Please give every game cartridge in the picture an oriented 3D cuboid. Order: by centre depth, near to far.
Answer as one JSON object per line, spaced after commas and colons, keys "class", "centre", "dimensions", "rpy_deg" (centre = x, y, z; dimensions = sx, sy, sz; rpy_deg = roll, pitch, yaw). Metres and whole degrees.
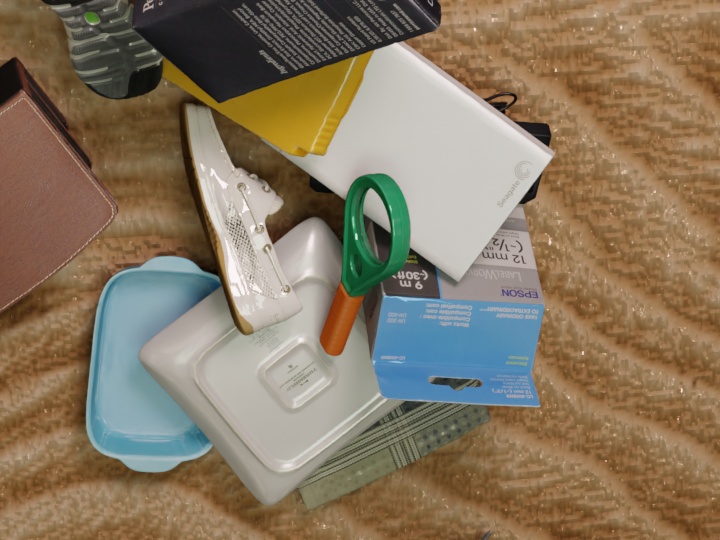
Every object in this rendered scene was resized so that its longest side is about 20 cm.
{"class": "game cartridge", "centre": [-0.059, -0.210, 1.576], "dimensions": [0.032, 0.176, 0.200], "rpy_deg": [3, 117, -59]}

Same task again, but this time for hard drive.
{"class": "hard drive", "centre": [0.038, -0.101, 1.594], "dimensions": [0.200, 0.027, 0.132], "rpy_deg": [36, 106, -3]}

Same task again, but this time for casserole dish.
{"class": "casserole dish", "centre": [-0.176, 0.077, 1.708], "dimensions": [0.121, 0.039, 0.200], "rpy_deg": [3, 108, -14]}

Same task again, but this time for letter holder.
{"class": "letter holder", "centre": [-0.313, -0.049, 1.599], "dimensions": [0.200, 0.101, 0.142], "rpy_deg": [-36, 115, 2]}

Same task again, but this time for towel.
{"class": "towel", "centre": [-0.001, 0.097, 1.764], "dimensions": [0.200, 0.035, 0.193], "rpy_deg": [-26, 116, -5]}

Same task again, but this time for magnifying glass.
{"class": "magnifying glass", "centre": [0.000, 0.000, 1.604], "dimensions": [0.022, 0.080, 0.200], "rpy_deg": [-11, 144, -28]}

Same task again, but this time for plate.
{"class": "plate", "centre": [-0.058, 0.085, 1.705], "dimensions": [0.200, 0.032, 0.200], "rpy_deg": [-37, 114, 0]}

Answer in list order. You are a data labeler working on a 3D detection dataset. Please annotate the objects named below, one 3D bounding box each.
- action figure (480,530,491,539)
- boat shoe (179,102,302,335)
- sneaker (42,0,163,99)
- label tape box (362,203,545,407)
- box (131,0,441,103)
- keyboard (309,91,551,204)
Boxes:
{"class": "action figure", "centre": [0.085, 0.341, 1.820], "dimensions": [0.102, 0.200, 0.119], "rpy_deg": [-7, 145, 28]}
{"class": "boat shoe", "centre": [-0.099, -0.050, 1.644], "dimensions": [0.069, 0.071, 0.200], "rpy_deg": [-17, 91, -8]}
{"class": "sneaker", "centre": [-0.208, -0.232, 1.572], "dimensions": [0.075, 0.116, 0.200], "rpy_deg": [-10, 148, 7]}
{"class": "label tape box", "centre": [0.076, 0.017, 1.656], "dimensions": [0.143, 0.200, 0.066], "rpy_deg": [4, 136, -15]}
{"class": "box", "centre": [-0.052, -0.257, 1.455], "dimensions": [0.200, 0.197, 0.117], "rpy_deg": [-16, 147, 28]}
{"class": "keyboard", "centre": [0.062, -0.098, 1.637], "dimensions": [0.200, 0.040, 0.104], "rpy_deg": [2, 120, -13]}
